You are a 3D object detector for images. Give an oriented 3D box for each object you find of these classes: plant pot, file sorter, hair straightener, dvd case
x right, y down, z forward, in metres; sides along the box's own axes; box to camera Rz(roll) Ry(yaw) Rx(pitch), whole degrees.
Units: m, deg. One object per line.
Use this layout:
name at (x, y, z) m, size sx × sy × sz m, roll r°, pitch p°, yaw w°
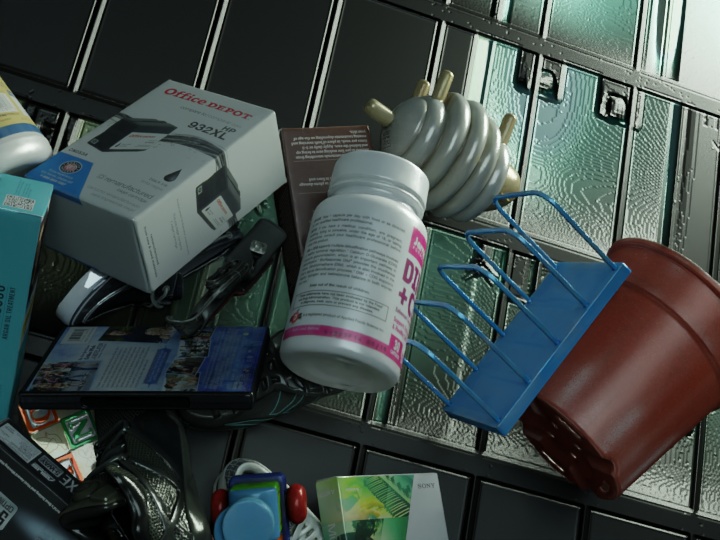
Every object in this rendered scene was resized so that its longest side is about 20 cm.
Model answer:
plant pot at (0.261, 0.107, 1.171) m, size 0.195 × 0.201 × 0.201 m, roll -42°, pitch 86°, yaw -16°
file sorter at (0.133, 0.036, 1.140) m, size 0.123 × 0.139 × 0.201 m, roll 42°, pitch 79°, yaw -13°
hair straightener at (-0.122, -0.002, 1.100) m, size 0.041 × 0.077 × 0.200 m, roll 37°, pitch 34°, yaw 6°
dvd case at (-0.183, 0.084, 1.028) m, size 0.196 × 0.143 × 0.018 m, roll 0°, pitch 111°, yaw 2°

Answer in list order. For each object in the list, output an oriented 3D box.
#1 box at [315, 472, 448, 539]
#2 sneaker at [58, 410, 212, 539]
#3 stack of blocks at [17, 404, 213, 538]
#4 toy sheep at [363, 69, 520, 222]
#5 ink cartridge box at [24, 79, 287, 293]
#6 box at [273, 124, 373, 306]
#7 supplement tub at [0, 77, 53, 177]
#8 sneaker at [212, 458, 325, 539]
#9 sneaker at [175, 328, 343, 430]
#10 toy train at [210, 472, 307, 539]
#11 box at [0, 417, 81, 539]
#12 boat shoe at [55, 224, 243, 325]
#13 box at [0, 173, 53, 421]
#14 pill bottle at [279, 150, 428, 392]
box at (0.032, 0.290, 1.080) m, size 0.143 × 0.036 × 0.203 m, roll 8°, pitch 65°, yaw -46°
sneaker at (-0.196, 0.160, 0.961) m, size 0.114 × 0.076 × 0.201 m, roll 32°, pitch 27°, yaw -48°
stack of blocks at (-0.219, 0.196, 1.060) m, size 0.114 × 0.059 × 0.202 m, roll -22°, pitch 79°, yaw -22°
toy sheep at (0.086, -0.126, 1.221) m, size 0.198 × 0.138 × 0.140 m, roll 28°, pitch 65°, yaw -19°
ink cartridge box at (-0.187, -0.086, 1.097) m, size 0.144 × 0.085 × 0.200 m, roll 20°, pitch 44°, yaw 30°
box at (-0.028, -0.041, 1.192) m, size 0.098 × 0.075 × 0.203 m, roll -4°, pitch 71°, yaw -18°
supplement tub at (-0.393, -0.141, 1.078) m, size 0.144 × 0.145 × 0.201 m, roll -35°, pitch 84°, yaw -24°
sneaker at (-0.058, 0.255, 1.077) m, size 0.200 × 0.081 × 0.076 m, roll 44°, pitch 64°, yaw 0°
sneaker at (-0.090, 0.105, 1.122) m, size 0.197 × 0.079 × 0.076 m, roll -11°, pitch 69°, yaw -25°
toy train at (-0.085, 0.278, 0.979) m, size 0.083 × 0.116 × 0.204 m, roll -4°, pitch 87°, yaw 1°
box at (-0.276, 0.250, 0.987) m, size 0.199 × 0.050 × 0.158 m, roll 41°, pitch 102°, yaw 0°
boat shoe at (-0.198, 0.003, 1.131) m, size 0.199 × 0.072 × 0.068 m, roll -37°, pitch 83°, yaw -31°
box at (-0.311, 0.026, 1.019) m, size 0.048 × 0.083 × 0.203 m, roll 11°, pitch 111°, yaw -12°
pill bottle at (0.000, 0.000, 1.085) m, size 0.112 × 0.113 × 0.203 m, roll 17°, pitch 68°, yaw -10°
